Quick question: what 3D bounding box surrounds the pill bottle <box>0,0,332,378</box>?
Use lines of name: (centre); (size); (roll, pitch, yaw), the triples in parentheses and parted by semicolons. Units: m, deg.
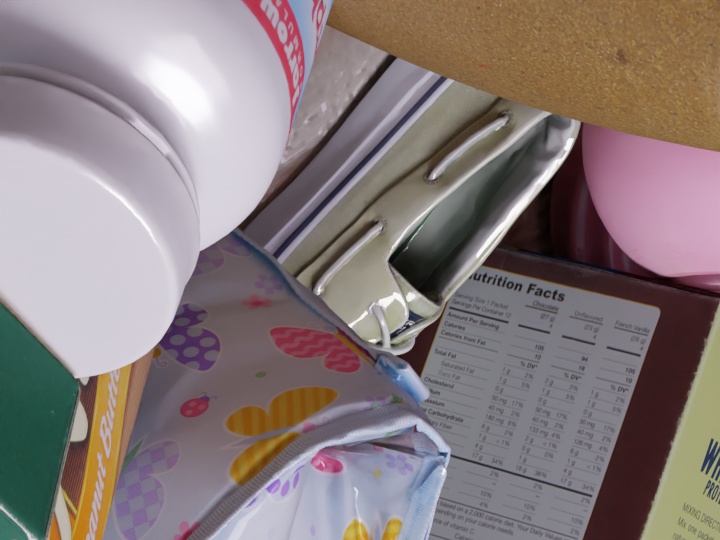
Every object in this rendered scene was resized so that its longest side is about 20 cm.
pill bottle: (-0.063, -0.073, 0.736); (0.109, 0.108, 0.201); (77, 21, -44)

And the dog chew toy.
dog chew toy: (0.143, -0.095, 1.014); (0.124, 0.124, 0.201); (9, 81, -47)

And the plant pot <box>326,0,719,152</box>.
plant pot: (0.081, -0.121, 0.890); (0.186, 0.200, 0.187); (-26, 136, -28)

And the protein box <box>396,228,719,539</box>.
protein box: (0.089, 0.117, 1.079); (0.198, 0.134, 0.201); (32, 76, -54)

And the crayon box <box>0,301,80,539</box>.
crayon box: (-0.198, 0.024, 0.671); (0.199, 0.058, 0.173); (-21, 129, 27)

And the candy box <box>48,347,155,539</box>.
candy box: (-0.098, -0.009, 0.827); (0.116, 0.055, 0.201); (73, 22, -45)

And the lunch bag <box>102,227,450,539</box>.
lunch bag: (-0.079, 0.083, 0.917); (0.200, 0.169, 0.127); (-49, 139, -3)

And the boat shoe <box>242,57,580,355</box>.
boat shoe: (0.000, 0.000, 1.013); (0.200, 0.062, 0.072); (-55, 141, 4)

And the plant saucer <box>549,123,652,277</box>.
plant saucer: (0.166, -0.051, 1.144); (0.200, 0.051, 0.201); (-26, 135, -29)
